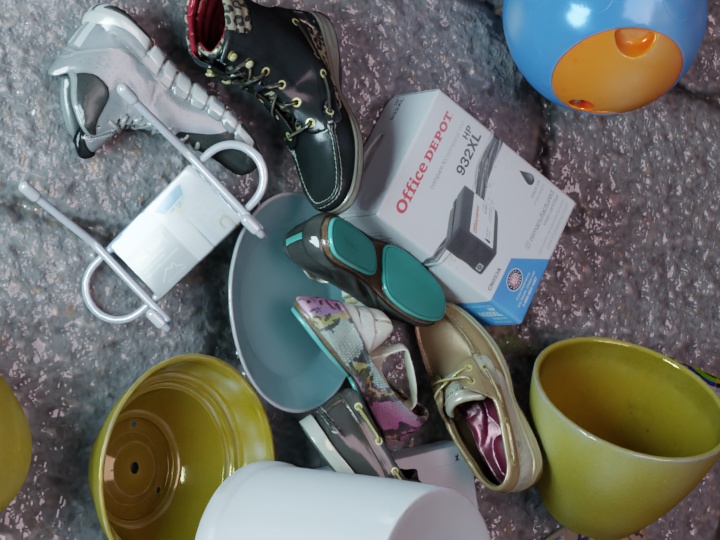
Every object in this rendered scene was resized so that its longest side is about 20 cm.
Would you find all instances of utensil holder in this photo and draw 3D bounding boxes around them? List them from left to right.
[{"bbox_3d":[-0.014,0.250,1.381,0.170,0.199,0.171,1,89,-48],"label":"utensil holder"}]

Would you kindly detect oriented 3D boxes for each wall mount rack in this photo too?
[{"bbox_3d":[-0.179,-0.052,1.401,0.200,0.075,0.174,-44,92,1],"label":"wall mount rack"}]

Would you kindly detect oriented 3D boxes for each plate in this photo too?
[{"bbox_3d":[-0.064,0.029,1.510,0.200,0.025,0.201,5,84,-55],"label":"plate"}]

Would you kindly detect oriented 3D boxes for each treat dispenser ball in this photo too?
[{"bbox_3d":[0.240,-0.254,1.638,0.200,0.201,0.202,1,89,-33],"label":"treat dispenser ball"}]

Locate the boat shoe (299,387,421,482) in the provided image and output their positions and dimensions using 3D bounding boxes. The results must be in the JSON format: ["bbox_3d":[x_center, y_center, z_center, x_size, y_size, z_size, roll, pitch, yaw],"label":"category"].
[{"bbox_3d":[0.026,0.197,1.502,0.061,0.072,0.201,-38,106,-7],"label":"boat shoe"}]

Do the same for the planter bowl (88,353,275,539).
[{"bbox_3d":[-0.171,0.171,1.418,0.200,0.083,0.201,1,89,-49],"label":"planter bowl"}]

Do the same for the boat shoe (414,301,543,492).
[{"bbox_3d":[0.106,0.120,1.583,0.200,0.074,0.066,60,26,13],"label":"boat shoe"}]

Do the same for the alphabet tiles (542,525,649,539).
[{"bbox_3d":[0.239,0.343,1.743,0.200,0.008,0.168,-28,104,-31],"label":"alphabet tiles"}]

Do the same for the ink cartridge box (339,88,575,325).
[{"bbox_3d":[0.092,-0.059,1.607,0.200,0.084,0.145,36,70,-27],"label":"ink cartridge box"}]

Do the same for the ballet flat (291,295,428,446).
[{"bbox_3d":[0.007,0.080,1.519,0.071,0.069,0.200,-31,127,0],"label":"ballet flat"}]

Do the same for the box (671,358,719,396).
[{"bbox_3d":[0.379,0.153,1.801,0.200,0.070,0.065,23,75,-31],"label":"box"}]

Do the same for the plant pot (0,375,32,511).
[{"bbox_3d":[-0.338,0.133,1.276,0.142,0.199,0.201,26,74,-56],"label":"plant pot"}]

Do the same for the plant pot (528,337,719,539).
[{"bbox_3d":[0.250,0.181,1.651,0.199,0.200,0.142,-7,126,-33],"label":"plant pot"}]

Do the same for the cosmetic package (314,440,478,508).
[{"bbox_3d":[0.022,0.253,1.575,0.199,0.052,0.151,-8,94,-33],"label":"cosmetic package"}]

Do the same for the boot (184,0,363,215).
[{"bbox_3d":[-0.078,-0.153,1.463,0.153,0.073,0.204,14,59,-48],"label":"boot"}]

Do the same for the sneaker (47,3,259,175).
[{"bbox_3d":[-0.189,-0.125,1.438,0.200,0.075,0.116,43,73,-16],"label":"sneaker"}]

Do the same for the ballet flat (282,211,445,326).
[{"bbox_3d":[0.000,0.000,1.523,0.200,0.068,0.068,36,51,-46],"label":"ballet flat"}]
